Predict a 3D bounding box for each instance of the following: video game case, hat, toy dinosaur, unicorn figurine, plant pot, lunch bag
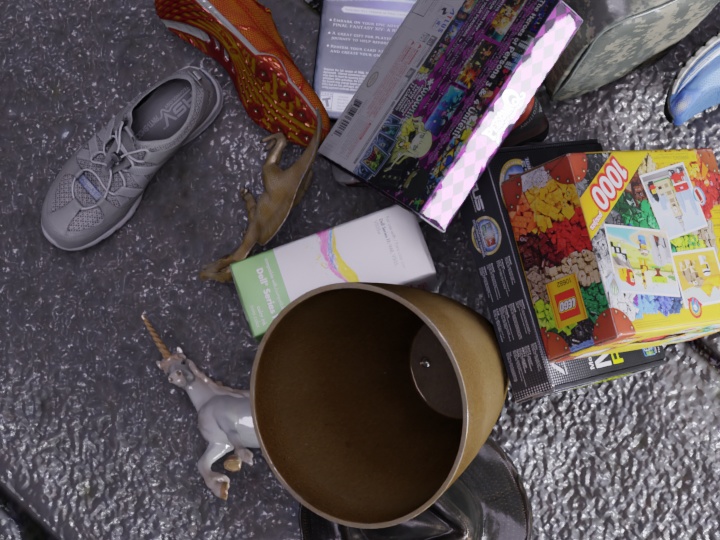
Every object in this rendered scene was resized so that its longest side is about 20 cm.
[{"bbox_3d":[0.036,-0.223,1.749,0.141,0.019,0.202,6,83,4],"label":"video game case"},{"bbox_3d":[0.044,0.205,1.665,0.199,0.081,0.203,0,82,3],"label":"hat"},{"bbox_3d":[-0.063,-0.068,1.686,0.058,0.101,0.200,27,119,-16],"label":"toy dinosaur"},{"bbox_3d":[-0.093,0.124,1.681,0.198,0.138,0.074,11,123,-17],"label":"unicorn figurine"},{"bbox_3d":[0.039,0.092,1.604,0.185,0.200,0.188,3,98,26],"label":"plant pot"},{"bbox_3d":[0.192,-0.254,1.654,0.138,0.200,0.169,-22,80,-14],"label":"lunch bag"},{"bbox_3d":[0.068,-0.146,1.622,0.036,0.181,0.201,33,90,-34],"label":"video game case"}]

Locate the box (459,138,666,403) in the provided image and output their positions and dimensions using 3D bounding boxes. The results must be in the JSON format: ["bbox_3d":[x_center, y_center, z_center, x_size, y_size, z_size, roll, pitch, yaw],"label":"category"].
[{"bbox_3d":[0.163,-0.003,1.651,0.044,0.159,0.202,-23,80,42],"label":"box"}]

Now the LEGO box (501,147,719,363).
[{"bbox_3d":[0.219,-0.015,1.623,0.077,0.199,0.150,-23,78,43],"label":"LEGO box"}]

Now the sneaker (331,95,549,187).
[{"bbox_3d":[0.070,-0.101,1.698,0.199,0.082,0.078,-15,54,29],"label":"sneaker"}]

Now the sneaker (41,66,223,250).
[{"bbox_3d":[-0.203,-0.104,1.716,0.075,0.082,0.200,41,87,7],"label":"sneaker"}]

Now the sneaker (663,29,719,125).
[{"bbox_3d":[0.347,-0.172,1.695,0.199,0.079,0.090,-28,80,0],"label":"sneaker"}]

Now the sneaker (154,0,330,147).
[{"bbox_3d":[-0.088,-0.192,1.724,0.200,0.073,0.077,50,49,4],"label":"sneaker"}]

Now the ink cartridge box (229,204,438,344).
[{"bbox_3d":[0.000,0.000,1.674,0.198,0.117,0.068,-20,81,1],"label":"ink cartridge box"}]
